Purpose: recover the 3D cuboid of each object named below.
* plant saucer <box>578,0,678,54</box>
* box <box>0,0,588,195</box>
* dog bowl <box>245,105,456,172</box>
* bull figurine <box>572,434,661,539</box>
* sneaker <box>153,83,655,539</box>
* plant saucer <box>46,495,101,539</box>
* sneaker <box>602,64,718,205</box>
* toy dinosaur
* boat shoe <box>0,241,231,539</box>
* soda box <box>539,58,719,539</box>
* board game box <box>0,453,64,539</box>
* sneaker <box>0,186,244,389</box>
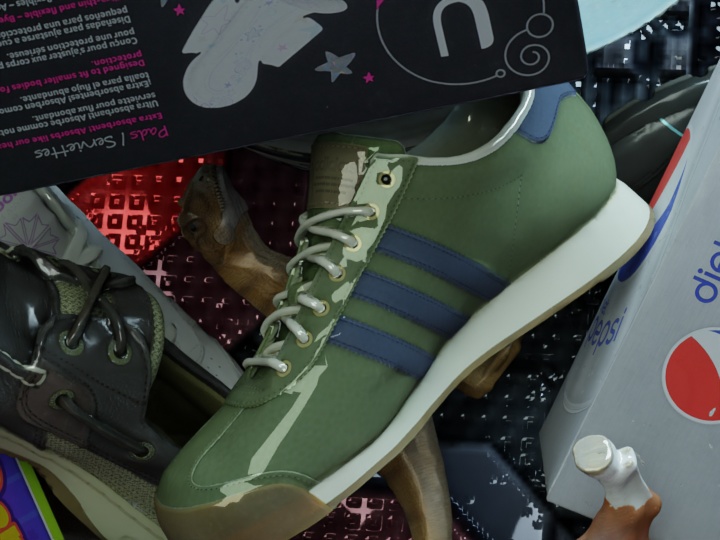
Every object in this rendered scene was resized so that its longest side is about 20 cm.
[{"bbox_3d":[0.044,-0.156,0.833,0.201,0.039,0.201,-2,74,8],"label":"plant saucer"},{"bbox_3d":[-0.042,-0.116,0.734,0.200,0.115,0.132,-10,36,5],"label":"box"},{"bbox_3d":[0.002,-0.124,0.889,0.200,0.074,0.200,-2,74,8],"label":"dog bowl"},{"bbox_3d":[0.017,0.125,0.771,0.200,0.121,0.065,-19,53,-3],"label":"bull figurine"},{"bbox_3d":[0.000,0.000,0.751,0.200,0.067,0.090,-38,111,-24],"label":"sneaker"},{"bbox_3d":[-0.111,0.176,0.846,0.200,0.034,0.201,-2,75,7],"label":"plant saucer"},{"bbox_3d":[0.153,-0.038,0.841,0.200,0.075,0.079,-23,75,2],"label":"sneaker"},{"bbox_3d":[0.009,0.043,0.856,0.106,0.060,0.200,-33,81,5],"label":"toy dinosaur"},{"bbox_3d":[-0.089,0.027,0.754,0.066,0.201,0.072,-29,44,15],"label":"boat shoe"},{"bbox_3d":[0.129,-0.007,0.793,0.068,0.063,0.200,22,107,-5],"label":"soda box"},{"bbox_3d":[-0.151,0.087,0.724,0.045,0.134,0.200,-28,84,30],"label":"board game box"},{"bbox_3d":[-0.111,0.018,0.850,0.200,0.100,0.075,39,75,10],"label":"sneaker"}]
